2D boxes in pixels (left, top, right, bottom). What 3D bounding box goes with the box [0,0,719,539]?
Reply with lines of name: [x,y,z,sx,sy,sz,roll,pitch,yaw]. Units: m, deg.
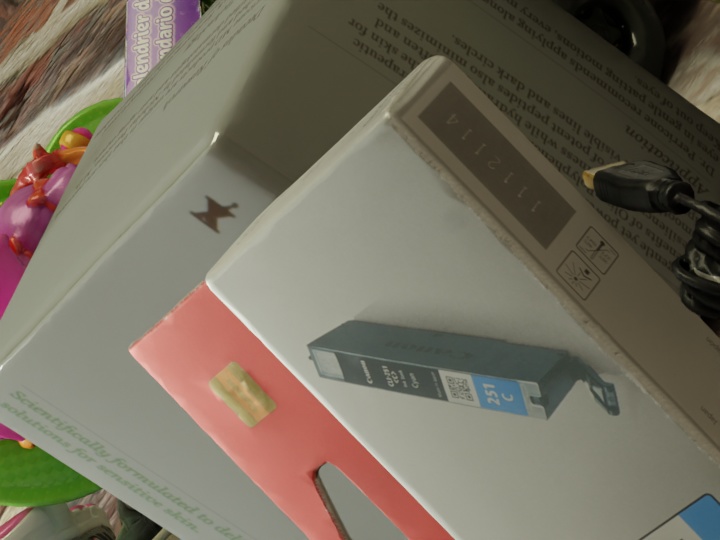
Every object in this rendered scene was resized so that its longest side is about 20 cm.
box: [0.000,0.000,1.096,0.200,0.199,0.171,-42,19,43]

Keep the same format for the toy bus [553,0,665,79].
toy bus: [0.046,-0.151,1.314,0.136,0.192,0.200,-32,25,57]

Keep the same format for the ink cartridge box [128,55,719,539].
ink cartridge box: [0.034,0.061,0.853,0.176,0.200,0.045,-41,5,41]

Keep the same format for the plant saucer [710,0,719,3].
plant saucer: [0.124,-0.153,1.073,0.200,0.048,0.200,23,32,37]

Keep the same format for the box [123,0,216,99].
box: [-0.051,-0.069,1.314,0.039,0.200,0.137,-11,60,16]

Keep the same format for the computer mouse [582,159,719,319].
computer mouse: [0.121,0.004,0.861,0.046,0.140,0.200,-65,13,9]

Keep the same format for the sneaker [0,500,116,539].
sneaker: [-0.142,0.164,1.401,0.074,0.087,0.200,-30,-8,-4]

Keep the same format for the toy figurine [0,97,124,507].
toy figurine: [-0.136,0.006,1.233,0.200,0.150,0.184,-56,-2,-4]

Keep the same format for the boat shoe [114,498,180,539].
boat shoe: [-0.073,0.109,1.321,0.075,0.068,0.200,-34,24,52]
